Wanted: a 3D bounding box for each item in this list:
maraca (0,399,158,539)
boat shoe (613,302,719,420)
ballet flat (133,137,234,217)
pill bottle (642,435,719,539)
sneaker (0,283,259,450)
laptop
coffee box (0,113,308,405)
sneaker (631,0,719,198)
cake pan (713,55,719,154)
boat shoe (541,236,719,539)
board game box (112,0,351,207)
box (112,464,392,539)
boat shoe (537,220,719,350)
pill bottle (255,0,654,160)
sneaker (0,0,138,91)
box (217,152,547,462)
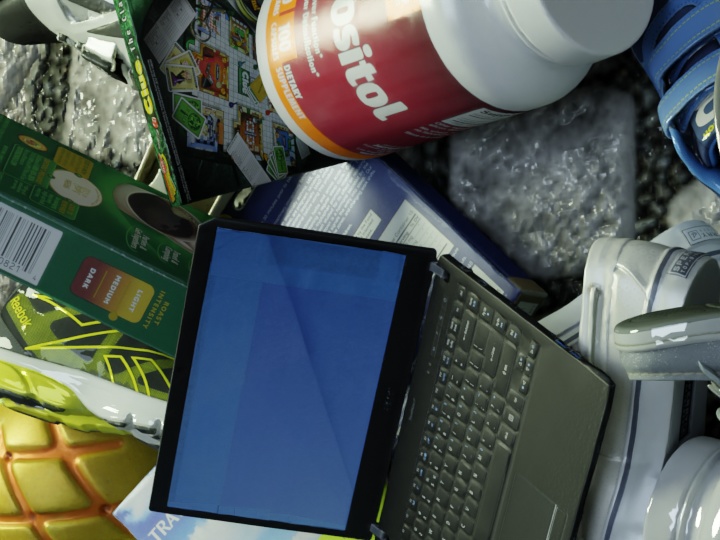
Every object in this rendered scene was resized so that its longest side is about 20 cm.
[{"bbox_3d":[-0.153,0.107,1.460,0.137,0.107,0.200,26,108,10],"label":"maraca"},{"bbox_3d":[0.211,0.048,1.156,0.074,0.202,0.065,-176,91,-78],"label":"boat shoe"},{"bbox_3d":[-0.085,-0.071,1.416,0.069,0.069,0.200,36,109,32],"label":"ballet flat"},{"bbox_3d":[0.233,0.135,1.177,0.200,0.112,0.113,15,95,36],"label":"pill bottle"},{"bbox_3d":[-0.111,0.048,1.376,0.200,0.074,0.085,13,77,14],"label":"sneaker"},{"bbox_3d":[0.006,0.087,1.258,0.200,0.103,0.178,39,129,39],"label":"laptop"},{"bbox_3d":[-0.121,-0.008,1.341,0.200,0.123,0.044,26,107,-10],"label":"coffee box"},{"bbox_3d":[0.179,-0.089,1.253,0.074,0.082,0.200,-48,60,25],"label":"sneaker"},{"bbox_3d":[0.260,-0.071,1.169,0.200,0.037,0.201,-3,70,8],"label":"cake pan"},{"bbox_3d":[0.121,0.077,1.245,0.070,0.071,0.200,17,119,25],"label":"boat shoe"},{"bbox_3d":[-0.078,-0.142,1.371,0.023,0.105,0.200,165,89,-69],"label":"board game box"},{"bbox_3d":[-0.026,0.155,1.380,0.122,0.048,0.200,-47,59,-2],"label":"box"},{"bbox_3d":[0.110,0.058,1.296,0.200,0.073,0.067,-42,64,26],"label":"boat shoe"},{"bbox_3d":[0.047,-0.128,1.307,0.200,0.113,0.113,-15,77,49],"label":"pill bottle"},{"bbox_3d":[-0.130,-0.134,1.485,0.200,0.074,0.089,-6,87,32],"label":"sneaker"},{"bbox_3d":[0.000,0.000,1.406,0.200,0.032,0.121,44,111,31],"label":"box"}]
